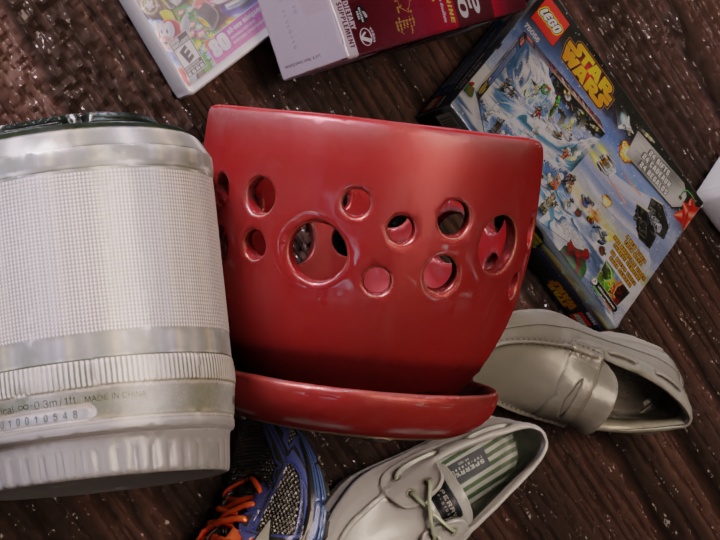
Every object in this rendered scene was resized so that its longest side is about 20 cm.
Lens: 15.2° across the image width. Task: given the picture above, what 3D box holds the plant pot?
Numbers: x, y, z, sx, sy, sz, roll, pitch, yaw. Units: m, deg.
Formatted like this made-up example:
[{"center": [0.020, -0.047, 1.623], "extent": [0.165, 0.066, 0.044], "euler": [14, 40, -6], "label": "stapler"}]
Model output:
[{"center": [0.000, 0.000, 1.591], "extent": [0.200, 0.200, 0.183], "euler": [3, 96, -40], "label": "plant pot"}]

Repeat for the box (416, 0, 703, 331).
[{"center": [0.139, -0.075, 1.852], "extent": [0.200, 0.040, 0.137], "euler": [53, 54, -18], "label": "box"}]

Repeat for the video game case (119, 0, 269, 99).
[{"center": [-0.115, -0.226, 1.686], "extent": [0.143, 0.018, 0.200], "euler": [-41, 107, -37], "label": "video game case"}]

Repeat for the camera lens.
[{"center": [-0.154, 0.020, 1.504], "extent": [0.160, 0.160, 0.200], "euler": [0, 80, -40], "label": "camera lens"}]

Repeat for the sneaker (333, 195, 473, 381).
[{"center": [0.029, 0.004, 1.715], "extent": [0.070, 0.078, 0.200], "euler": [-17, 91, -42], "label": "sneaker"}]

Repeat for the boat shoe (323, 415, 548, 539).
[{"center": [0.040, 0.143, 1.701], "extent": [0.200, 0.067, 0.074], "euler": [-40, 106, -38], "label": "boat shoe"}]

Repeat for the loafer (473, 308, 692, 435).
[{"center": [0.142, 0.072, 1.792], "extent": [0.200, 0.070, 0.070], "euler": [7, 31, -38], "label": "loafer"}]

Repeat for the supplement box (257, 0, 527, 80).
[{"center": [0.016, -0.195, 1.745], "extent": [0.200, 0.061, 0.109], "euler": [-22, 94, -50], "label": "supplement box"}]

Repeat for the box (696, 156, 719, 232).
[{"center": [0.396, -0.055, 1.957], "extent": [0.200, 0.199, 0.171], "euler": [51, 54, -19], "label": "box"}]

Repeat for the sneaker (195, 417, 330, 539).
[{"center": [-0.073, 0.175, 1.598], "extent": [0.078, 0.075, 0.200], "euler": [22, 65, -31], "label": "sneaker"}]
